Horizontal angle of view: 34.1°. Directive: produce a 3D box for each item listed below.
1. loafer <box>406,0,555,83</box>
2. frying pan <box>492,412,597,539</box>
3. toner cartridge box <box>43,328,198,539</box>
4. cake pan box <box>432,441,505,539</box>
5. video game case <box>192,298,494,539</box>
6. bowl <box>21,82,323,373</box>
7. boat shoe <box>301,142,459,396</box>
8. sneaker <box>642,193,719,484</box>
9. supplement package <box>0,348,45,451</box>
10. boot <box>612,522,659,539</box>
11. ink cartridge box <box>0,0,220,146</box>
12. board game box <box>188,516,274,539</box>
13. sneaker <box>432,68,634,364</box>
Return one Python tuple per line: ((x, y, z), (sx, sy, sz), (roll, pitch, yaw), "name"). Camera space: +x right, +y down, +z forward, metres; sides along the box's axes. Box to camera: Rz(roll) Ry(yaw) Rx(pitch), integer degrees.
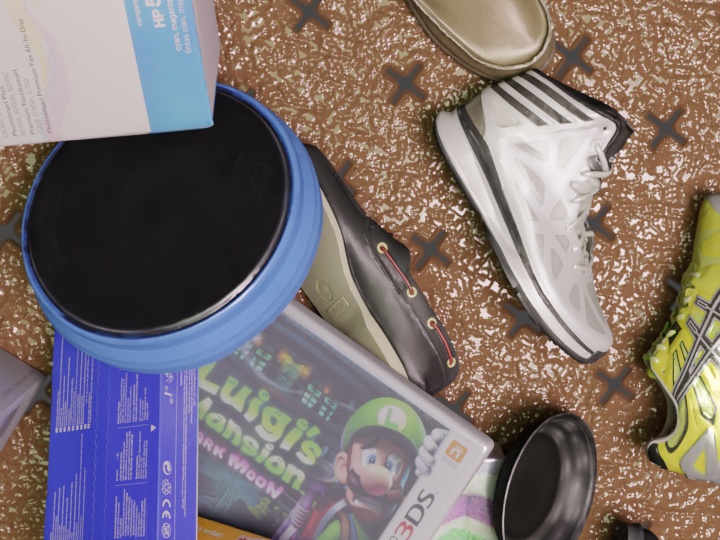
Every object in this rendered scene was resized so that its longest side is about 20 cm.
((0.054, -0.204, 0.773), (0.076, 0.067, 0.200), (-44, 96, 5), "loafer")
((0.144, 0.177, 0.837), (0.115, 0.031, 0.190), (-56, 134, -23), "frying pan")
((-0.155, 0.110, 0.768), (0.095, 0.043, 0.200), (-10, 71, 28), "toner cartridge box")
((-0.002, 0.208, 0.836), (0.199, 0.052, 0.185), (5, 95, -1), "cake pan box")
((-0.042, 0.129, 0.777), (0.200, 0.023, 0.182), (35, 103, 13), "video game case")
((-0.125, -0.034, 0.754), (0.200, 0.039, 0.201), (-6, 64, 12), "bowl")
((-0.001, 0.001, 0.805), (0.063, 0.074, 0.202), (-27, 88, -31), "boat shoe")
((0.235, 0.046, 0.800), (0.076, 0.075, 0.201), (2, 87, 5), "sneaker")
((-0.345, 0.093, 0.763), (0.200, 0.152, 0.151), (32, 96, -5), "supplement package")
((0.274, 0.262, 0.835), (0.199, 0.066, 0.165), (5, 110, 4), "boot")
((-0.195, -0.162, 0.725), (0.199, 0.129, 0.125), (-5, 125, -1), "ink cartridge box")
((-0.115, 0.206, 0.789), (0.200, 0.030, 0.096), (8, 122, 29), "board game box")
((0.143, -0.042, 0.781), (0.115, 0.076, 0.201), (-29, 95, 18), "sneaker")
